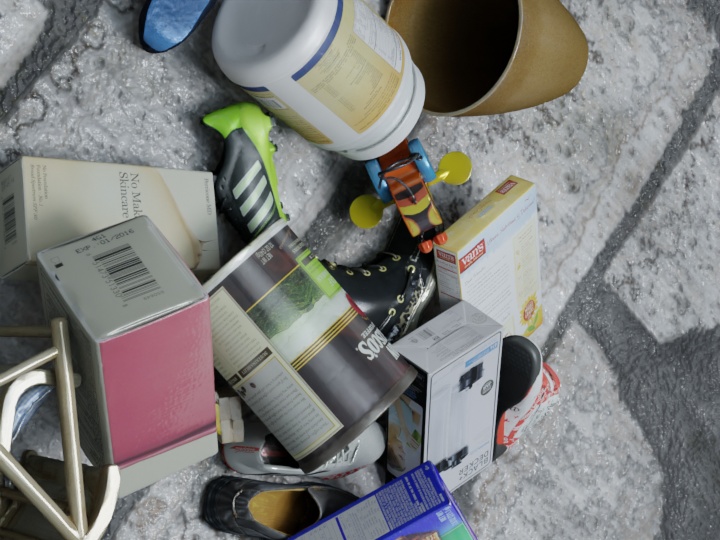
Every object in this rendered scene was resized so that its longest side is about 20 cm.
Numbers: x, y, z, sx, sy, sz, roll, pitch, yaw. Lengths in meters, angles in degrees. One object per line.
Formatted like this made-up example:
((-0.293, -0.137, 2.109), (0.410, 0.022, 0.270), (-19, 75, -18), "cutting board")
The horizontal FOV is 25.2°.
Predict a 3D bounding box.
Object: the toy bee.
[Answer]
((0.047, -0.073, 1.665), (0.109, 0.130, 0.200), (64, 26, -12), "toy bee")

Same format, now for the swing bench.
((-0.310, 0.155, 1.392), (0.129, 0.198, 0.201), (-28, 104, -31), "swing bench")

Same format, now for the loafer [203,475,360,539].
((-0.061, 0.252, 1.643), (0.199, 0.072, 0.073), (9, 83, -35), "loafer")

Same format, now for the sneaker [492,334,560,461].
((0.177, 0.118, 1.765), (0.108, 0.067, 0.202), (-35, 153, -36), "sneaker")

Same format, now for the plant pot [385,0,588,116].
((0.157, -0.250, 1.762), (0.199, 0.185, 0.188), (5, 86, -50), "plant pot")

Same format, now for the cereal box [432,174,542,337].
((0.142, 0.015, 1.756), (0.144, 0.039, 0.201), (-40, 137, -34), "cereal box")

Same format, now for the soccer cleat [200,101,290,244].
((-0.116, -0.069, 1.624), (0.080, 0.068, 0.202), (-11, 100, -11), "soccer cleat")

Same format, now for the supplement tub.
((-0.037, -0.208, 1.608), (0.200, 0.144, 0.145), (36, 68, -48), "supplement tub")

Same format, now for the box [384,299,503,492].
((0.087, 0.145, 1.699), (0.116, 0.060, 0.201), (-29, 137, -34), "box")

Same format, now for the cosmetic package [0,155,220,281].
((-0.238, -0.044, 1.515), (0.199, 0.073, 0.104), (1, 76, -35), "cosmetic package")

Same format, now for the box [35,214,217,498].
((-0.201, 0.076, 1.408), (0.108, 0.128, 0.201), (-22, 138, -23), "box")

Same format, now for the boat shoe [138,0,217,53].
((-0.163, -0.301, 1.590), (0.084, 0.069, 0.200), (44, 70, -12), "boat shoe")

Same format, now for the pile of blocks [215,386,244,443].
((-0.195, 0.100, 1.565), (0.082, 0.062, 0.200), (-44, 108, -10), "pile of blocks")

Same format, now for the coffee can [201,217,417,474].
((-0.064, 0.072, 1.541), (0.200, 0.146, 0.146), (49, 62, -2), "coffee can")

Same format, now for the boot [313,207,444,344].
((0.001, 0.001, 1.693), (0.153, 0.073, 0.205), (25, 74, -29), "boot")

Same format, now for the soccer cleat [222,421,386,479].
((-0.047, 0.182, 1.646), (0.199, 0.085, 0.069), (4, 87, -35), "soccer cleat")

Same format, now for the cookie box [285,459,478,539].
((0.027, 0.314, 1.628), (0.199, 0.075, 0.172), (-29, 124, 1), "cookie box")
